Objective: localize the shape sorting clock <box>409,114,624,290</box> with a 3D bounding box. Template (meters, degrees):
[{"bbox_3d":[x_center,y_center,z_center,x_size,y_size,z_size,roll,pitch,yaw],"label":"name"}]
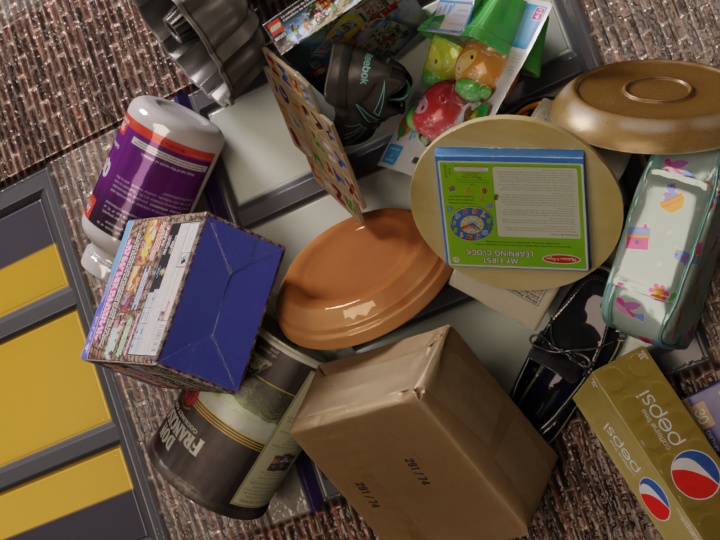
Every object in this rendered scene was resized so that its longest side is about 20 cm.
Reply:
[{"bbox_3d":[0.144,-0.061,1.550,0.199,0.039,0.201,8,127,11],"label":"shape sorting clock"}]

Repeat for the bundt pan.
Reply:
[{"bbox_3d":[-0.172,-0.276,1.779,0.076,0.202,0.202,-39,71,-12],"label":"bundt pan"}]

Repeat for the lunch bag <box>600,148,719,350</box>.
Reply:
[{"bbox_3d":[0.292,-0.023,1.563,0.077,0.160,0.201,20,93,19],"label":"lunch bag"}]

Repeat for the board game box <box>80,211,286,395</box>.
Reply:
[{"bbox_3d":[-0.184,0.035,1.709,0.200,0.097,0.160,-1,68,60],"label":"board game box"}]

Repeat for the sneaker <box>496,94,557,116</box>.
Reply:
[{"bbox_3d":[0.152,-0.137,1.673,0.199,0.077,0.079,-16,85,27],"label":"sneaker"}]

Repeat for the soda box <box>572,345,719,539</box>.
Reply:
[{"bbox_3d":[0.289,0.178,1.595,0.200,0.068,0.064,58,156,19],"label":"soda box"}]

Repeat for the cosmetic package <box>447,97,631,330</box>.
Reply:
[{"bbox_3d":[0.173,-0.053,1.619,0.105,0.071,0.200,29,125,4],"label":"cosmetic package"}]

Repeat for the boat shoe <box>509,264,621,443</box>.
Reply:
[{"bbox_3d":[0.203,0.087,1.660,0.074,0.062,0.201,33,103,24],"label":"boat shoe"}]

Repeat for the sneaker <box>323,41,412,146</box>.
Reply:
[{"bbox_3d":[0.011,-0.167,1.667,0.079,0.200,0.076,7,80,5],"label":"sneaker"}]

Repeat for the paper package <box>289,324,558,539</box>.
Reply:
[{"bbox_3d":[0.061,0.171,1.635,0.190,0.104,0.200,-19,121,41],"label":"paper package"}]

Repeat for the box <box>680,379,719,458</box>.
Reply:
[{"bbox_3d":[0.413,0.132,1.574,0.200,0.032,0.121,-31,77,22],"label":"box"}]

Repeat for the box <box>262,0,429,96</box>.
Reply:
[{"bbox_3d":[-0.007,-0.242,1.665,0.136,0.200,0.038,-33,77,6],"label":"box"}]

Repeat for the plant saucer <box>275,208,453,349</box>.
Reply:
[{"bbox_3d":[0.000,0.000,1.694,0.199,0.200,0.038,-12,124,26],"label":"plant saucer"}]

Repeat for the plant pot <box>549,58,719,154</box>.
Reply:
[{"bbox_3d":[0.275,-0.157,1.547,0.199,0.200,0.028,11,120,26],"label":"plant pot"}]

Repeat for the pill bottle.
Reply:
[{"bbox_3d":[-0.236,-0.084,1.844,0.112,0.112,0.201,31,103,22],"label":"pill bottle"}]

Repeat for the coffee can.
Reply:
[{"bbox_3d":[-0.115,0.140,1.770,0.146,0.146,0.200,37,105,21],"label":"coffee can"}]

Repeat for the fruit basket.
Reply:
[{"bbox_3d":[0.093,-0.185,1.649,0.200,0.094,0.185,-58,26,-3],"label":"fruit basket"}]

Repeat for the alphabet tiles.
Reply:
[{"bbox_3d":[-0.049,-0.139,1.715,0.006,0.200,0.167,-28,121,-10],"label":"alphabet tiles"}]
